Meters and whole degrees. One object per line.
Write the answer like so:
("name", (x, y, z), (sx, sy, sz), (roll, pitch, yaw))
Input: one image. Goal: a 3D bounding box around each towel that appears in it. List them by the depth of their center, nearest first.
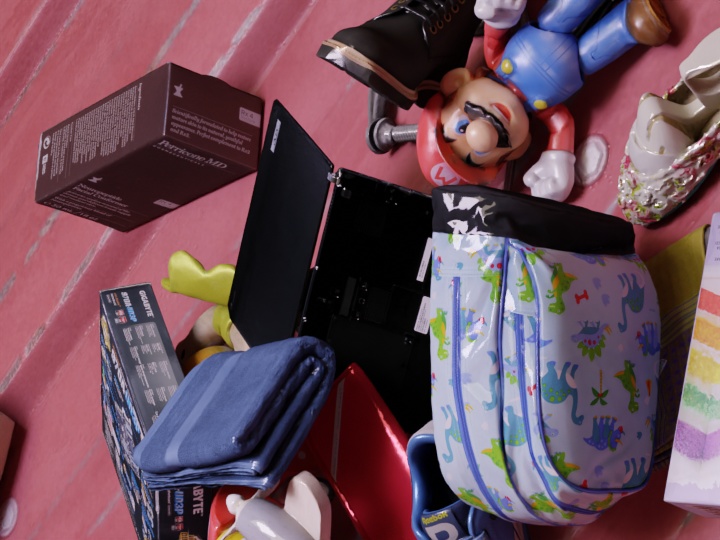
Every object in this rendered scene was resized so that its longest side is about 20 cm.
("towel", (0.172, 0.066, 1.536), (0.200, 0.023, 0.144), (-31, 52, 41))
("towel", (-0.087, 0.102, 1.652), (0.112, 0.048, 0.200), (-57, 17, -21))

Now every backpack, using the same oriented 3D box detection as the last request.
("backpack", (0.113, 0.059, 1.473), (0.153, 0.163, 0.201), (17, 95, 40))

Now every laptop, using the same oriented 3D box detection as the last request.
("laptop", (0.000, 0.000, 1.690), (0.103, 0.199, 0.178), (-56, -19, -65))

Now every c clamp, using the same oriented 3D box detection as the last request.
("c clamp", (0.062, -0.128, 1.767), (0.200, 0.027, 0.172), (8, 81, 53))

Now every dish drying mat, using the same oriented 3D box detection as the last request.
("dish drying mat", (0.025, 0.165, 1.625), (0.077, 0.018, 0.201), (-45, 64, 30))

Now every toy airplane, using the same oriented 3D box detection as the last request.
("toy airplane", (-0.055, 0.241, 1.645), (0.199, 0.140, 0.201), (164, 96, -67))

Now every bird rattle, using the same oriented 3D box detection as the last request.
("bird rattle", (-0.093, 0.087, 1.844), (0.163, 0.112, 0.201), (-42, 56, 50))

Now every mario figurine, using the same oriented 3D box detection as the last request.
("mario figurine", (0.117, -0.124, 1.619), (0.200, 0.106, 0.124), (-44, 61, 21))

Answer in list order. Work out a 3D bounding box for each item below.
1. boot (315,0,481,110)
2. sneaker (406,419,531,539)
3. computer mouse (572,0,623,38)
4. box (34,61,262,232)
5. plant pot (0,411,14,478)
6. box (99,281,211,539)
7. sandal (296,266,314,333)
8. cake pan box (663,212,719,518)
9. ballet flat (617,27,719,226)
("boot", (0.045, -0.189, 1.656), (0.077, 0.200, 0.139), (34, 102, 9))
("sneaker", (0.074, 0.187, 1.533), (0.074, 0.082, 0.201), (-23, 74, 30))
("computer mouse", (0.163, -0.270, 1.685), (0.140, 0.046, 0.201), (-38, 47, 39))
("box", (-0.182, -0.102, 2.016), (0.200, 0.100, 0.075), (-24, 56, 46))
("plant pot", (-0.403, 0.196, 2.121), (0.201, 0.187, 0.187), (-57, 36, -5))
("box", (-0.163, 0.134, 1.859), (0.200, 0.046, 0.160), (-115, 22, -46))
("sandal", (0.018, 0.013, 1.737), (0.200, 0.054, 0.082), (-22, 99, 52))
("cake pan box", (0.279, 0.057, 1.362), (0.199, 0.052, 0.185), (2, 77, 46))
("ballet flat", (0.219, -0.111, 1.522), (0.200, 0.064, 0.076), (-49, 42, 28))
